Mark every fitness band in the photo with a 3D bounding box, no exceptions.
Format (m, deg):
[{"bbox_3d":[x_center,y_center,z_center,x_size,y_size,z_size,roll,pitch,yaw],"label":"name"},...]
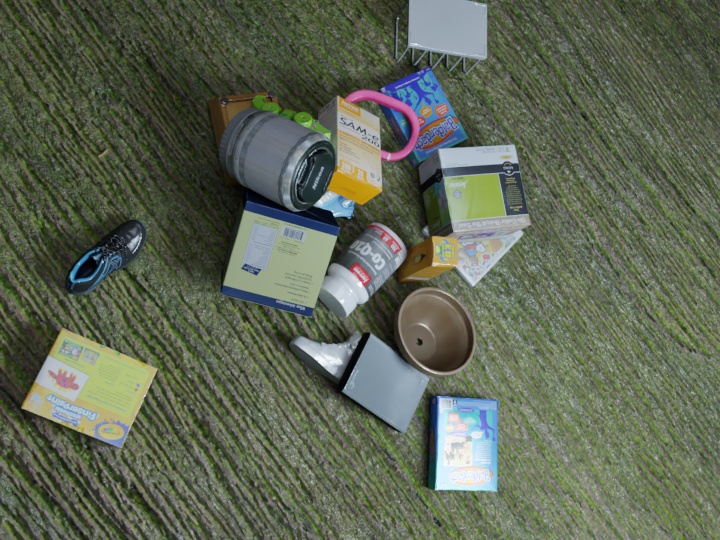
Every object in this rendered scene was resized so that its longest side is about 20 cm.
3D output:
[{"bbox_3d":[0.040,-0.338,1.756,0.199,0.037,0.145,21,88,-1],"label":"fitness band"}]

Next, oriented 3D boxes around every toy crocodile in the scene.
[{"bbox_3d":[-0.149,-0.314,1.595,0.199,0.068,0.062,22,50,18],"label":"toy crocodile"}]

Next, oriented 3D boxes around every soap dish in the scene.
[{"bbox_3d":[-0.238,-0.297,1.664,0.156,0.081,0.202,-11,81,-19],"label":"soap dish"}]

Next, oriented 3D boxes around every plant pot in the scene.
[{"bbox_3d":[0.150,0.146,1.680,0.200,0.093,0.202,12,63,-24],"label":"plant pot"}]

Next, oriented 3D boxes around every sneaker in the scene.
[{"bbox_3d":[-0.037,-0.162,1.718,0.199,0.078,0.090,-34,109,-17],"label":"sneaker"},{"bbox_3d":[-0.509,-0.029,1.524,0.073,0.082,0.200,42,69,-4],"label":"sneaker"},{"bbox_3d":[-0.052,0.171,1.638,0.200,0.074,0.116,36,69,-18],"label":"sneaker"}]

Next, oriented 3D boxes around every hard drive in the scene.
[{"bbox_3d":[0.051,0.244,1.636,0.200,0.033,0.140,39,69,-29],"label":"hard drive"}]

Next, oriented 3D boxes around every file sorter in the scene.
[{"bbox_3d":[0.190,-0.569,1.831,0.198,0.124,0.140,5,79,-16],"label":"file sorter"}]

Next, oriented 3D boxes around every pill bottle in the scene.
[{"bbox_3d":[0.000,0.000,1.662,0.114,0.114,0.200,45,70,-4],"label":"pill bottle"}]

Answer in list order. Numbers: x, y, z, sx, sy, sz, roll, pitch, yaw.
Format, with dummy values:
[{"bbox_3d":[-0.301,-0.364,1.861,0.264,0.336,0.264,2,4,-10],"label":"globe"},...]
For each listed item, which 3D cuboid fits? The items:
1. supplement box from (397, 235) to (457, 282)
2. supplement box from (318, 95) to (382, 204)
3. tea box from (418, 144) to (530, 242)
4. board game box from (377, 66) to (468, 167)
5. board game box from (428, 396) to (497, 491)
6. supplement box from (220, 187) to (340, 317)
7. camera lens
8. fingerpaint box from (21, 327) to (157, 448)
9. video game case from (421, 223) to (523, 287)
[{"bbox_3d":[0.145,-0.021,1.666,0.068,0.200,0.067,4,78,-16],"label":"supplement box"},{"bbox_3d":[-0.023,-0.260,1.634,0.125,0.073,0.201,20,55,-35],"label":"supplement box"},{"bbox_3d":[0.261,-0.174,1.746,0.198,0.134,0.198,-5,79,-19],"label":"tea box"},{"bbox_3d":[0.147,-0.370,1.820,0.151,0.045,0.201,-29,89,-20],"label":"board game box"},{"bbox_3d":[0.230,0.387,1.686,0.151,0.045,0.202,7,77,-17],"label":"board game box"},{"bbox_3d":[-0.170,-0.039,1.563,0.199,0.134,0.201,15,105,-14],"label":"supplement box"},{"bbox_3d":[-0.162,-0.222,1.508,0.199,0.160,0.160,28,69,23],"label":"camera lens"},{"bbox_3d":[-0.524,0.231,1.472,0.199,0.073,0.168,25,72,-11],"label":"fingerpaint box"},{"bbox_3d":[0.271,-0.092,1.815,0.200,0.023,0.182,-43,94,-20],"label":"video game case"}]
